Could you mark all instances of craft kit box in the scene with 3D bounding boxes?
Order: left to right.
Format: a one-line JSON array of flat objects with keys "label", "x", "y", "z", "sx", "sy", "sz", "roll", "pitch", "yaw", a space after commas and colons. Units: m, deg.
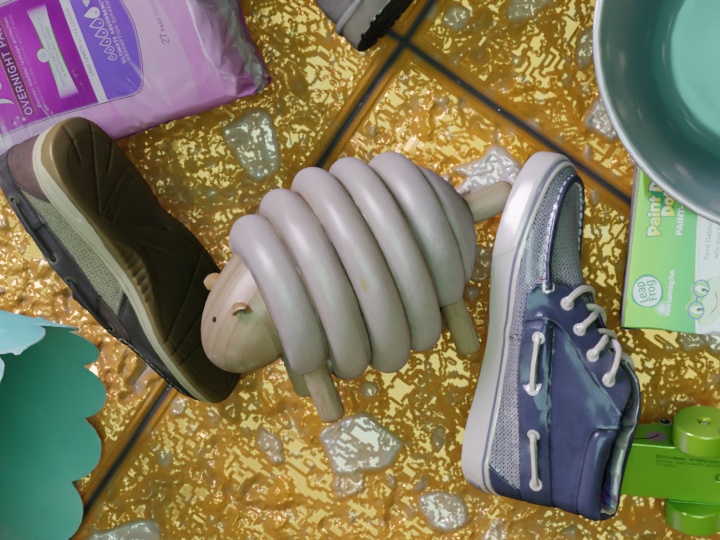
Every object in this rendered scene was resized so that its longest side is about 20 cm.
[{"label": "craft kit box", "x": 0.256, "y": -0.056, "z": 0.923, "sx": 0.196, "sy": 0.049, "sz": 0.201, "roll": 6, "pitch": 95, "yaw": 3}]

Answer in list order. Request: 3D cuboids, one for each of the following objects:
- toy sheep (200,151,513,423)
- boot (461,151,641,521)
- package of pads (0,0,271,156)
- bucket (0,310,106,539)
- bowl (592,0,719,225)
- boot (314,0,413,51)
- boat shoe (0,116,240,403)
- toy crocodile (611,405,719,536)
[{"label": "toy sheep", "x": 0.000, "y": 0.000, "z": 0.917, "sx": 0.199, "sy": 0.138, "sz": 0.138, "roll": -27, "pitch": 91, "yaw": -14}, {"label": "boot", "x": 0.122, "y": 0.038, "z": 0.916, "sx": 0.090, "sy": 0.073, "sz": 0.201, "roll": 13, "pitch": 98, "yaw": 31}, {"label": "package of pads", "x": -0.161, "y": -0.133, "z": 0.932, "sx": 0.199, "sy": 0.076, "sz": 0.121, "roll": -16, "pitch": 100, "yaw": 17}, {"label": "bucket", "x": -0.248, "y": 0.106, "z": 0.917, "sx": 0.134, "sy": 0.207, "sz": 0.208, "roll": 16, "pitch": 96, "yaw": 13}, {"label": "bowl", "x": 0.221, "y": -0.120, "z": 0.850, "sx": 0.199, "sy": 0.105, "sz": 0.202, "roll": 1, "pitch": 95, "yaw": 6}, {"label": "boot", "x": -0.024, "y": -0.250, "z": 0.935, "sx": 0.200, "sy": 0.073, "sz": 0.182, "roll": 44, "pitch": 96, "yaw": 8}, {"label": "boat shoe", "x": -0.139, "y": -0.002, "z": 0.941, "sx": 0.066, "sy": 0.072, "sz": 0.201, "roll": -8, "pitch": 129, "yaw": 34}, {"label": "toy crocodile", "x": 0.233, "y": 0.110, "z": 0.931, "sx": 0.199, "sy": 0.062, "sz": 0.068, "roll": -1, "pitch": 113, "yaw": 12}]
